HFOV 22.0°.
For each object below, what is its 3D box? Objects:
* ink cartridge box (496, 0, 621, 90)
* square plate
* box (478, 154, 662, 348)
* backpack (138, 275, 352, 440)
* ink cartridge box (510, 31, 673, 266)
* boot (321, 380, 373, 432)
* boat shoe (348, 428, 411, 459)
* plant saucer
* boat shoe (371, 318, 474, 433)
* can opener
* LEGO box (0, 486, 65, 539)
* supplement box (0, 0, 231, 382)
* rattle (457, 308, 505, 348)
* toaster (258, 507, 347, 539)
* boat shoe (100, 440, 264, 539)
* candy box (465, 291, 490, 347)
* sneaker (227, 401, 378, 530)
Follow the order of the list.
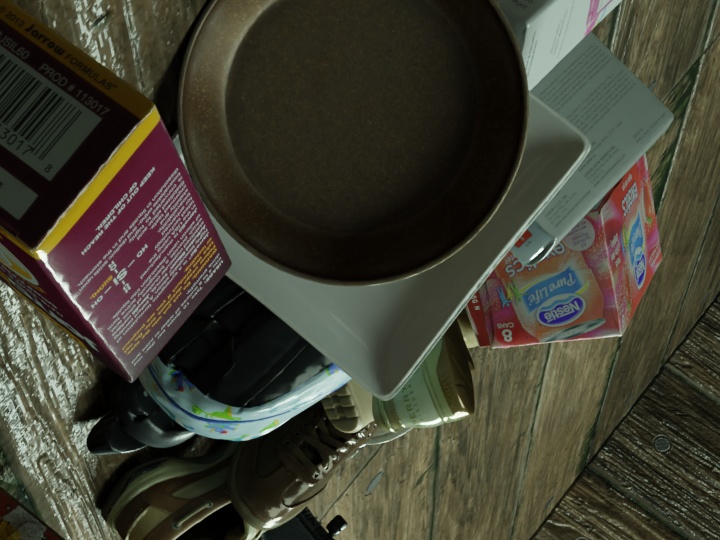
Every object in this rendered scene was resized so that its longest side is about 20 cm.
[{"bbox_3d":[0.096,-0.213,1.151,0.200,0.144,0.085,-44,160,-32],"label":"ink cartridge box"},{"bbox_3d":[0.000,-0.060,1.092,0.199,0.200,0.028,-51,-174,6],"label":"square plate"},{"bbox_3d":[0.156,-0.021,1.377,0.200,0.102,0.095,-45,126,-66],"label":"box"},{"bbox_3d":[-0.052,0.018,1.172,0.200,0.163,0.154,-42,176,-34],"label":"backpack"},{"bbox_3d":[0.096,-0.122,1.258,0.162,0.200,0.050,-43,174,-36],"label":"ink cartridge box"},{"bbox_3d":[0.000,0.000,1.349,0.166,0.072,0.201,-49,131,-52],"label":"boot"},{"bbox_3d":[-0.024,0.125,1.515,0.199,0.074,0.060,-31,178,-4],"label":"boat shoe"},{"bbox_3d":[-0.004,-0.093,1.054,0.201,0.200,0.037,-56,-174,5],"label":"plant saucer"},{"bbox_3d":[0.038,0.055,1.256,0.062,0.074,0.200,-22,-170,7],"label":"boat shoe"},{"bbox_3d":[-0.113,0.065,1.281,0.200,0.078,0.064,-39,119,-51],"label":"can opener"},{"bbox_3d":[-0.245,0.249,1.205,0.149,0.077,0.200,-49,162,-21],"label":"LEGO box"},{"bbox_3d":[-0.143,-0.035,0.888,0.086,0.110,0.200,-51,163,-12],"label":"supplement box"},{"bbox_3d":[0.072,-0.004,1.552,0.199,0.130,0.144,-1,88,-45],"label":"rattle"},{"bbox_3d":[-0.101,0.257,1.543,0.129,0.114,0.200,-45,168,21],"label":"toaster"},{"bbox_3d":[-0.102,0.177,1.395,0.199,0.074,0.076,-13,141,-43],"label":"boat shoe"},{"bbox_3d":[0.124,-0.042,1.520,0.200,0.055,0.116,-66,142,-55],"label":"candy box"},{"bbox_3d":[-0.027,0.114,1.394,0.076,0.070,0.200,-43,-178,43],"label":"sneaker"}]
